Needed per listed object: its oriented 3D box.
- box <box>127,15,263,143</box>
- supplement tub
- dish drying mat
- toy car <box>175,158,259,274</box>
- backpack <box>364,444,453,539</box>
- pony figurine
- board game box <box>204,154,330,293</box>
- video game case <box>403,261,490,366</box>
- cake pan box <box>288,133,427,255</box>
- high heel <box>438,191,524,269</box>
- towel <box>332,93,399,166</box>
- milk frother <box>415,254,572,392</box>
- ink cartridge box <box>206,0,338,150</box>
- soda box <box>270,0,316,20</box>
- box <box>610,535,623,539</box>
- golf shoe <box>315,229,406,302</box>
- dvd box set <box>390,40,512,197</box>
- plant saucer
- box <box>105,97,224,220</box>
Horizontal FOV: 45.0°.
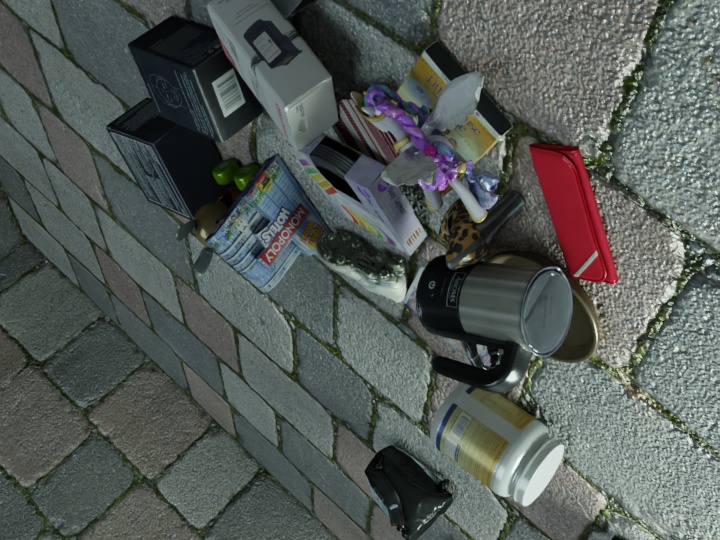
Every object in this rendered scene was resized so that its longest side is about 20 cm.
[{"bbox_3d":[-0.284,-0.332,1.502,0.199,0.107,0.149,27,148,37],"label":"box"},{"bbox_3d":[0.235,0.296,1.501,0.199,0.144,0.145,33,151,30],"label":"supplement tub"},{"bbox_3d":[0.267,-0.068,1.090,0.076,0.018,0.201,16,140,50],"label":"dish drying mat"},{"bbox_3d":[-0.266,-0.091,1.699,0.157,0.200,0.165,17,141,47],"label":"toy car"},{"bbox_3d":[0.098,0.509,2.015,0.200,0.166,0.127,43,160,26],"label":"backpack"},{"bbox_3d":[0.087,-0.147,1.070,0.200,0.167,0.193,44,169,-31],"label":"pony figurine"},{"bbox_3d":[-0.148,-0.069,1.600,0.200,0.201,0.062,41,159,-19],"label":"board game box"},{"bbox_3d":[0.163,0.088,1.475,0.200,0.018,0.144,44,155,11],"label":"video game case"},{"bbox_3d":[-0.003,-0.126,1.339,0.183,0.052,0.200,31,167,34],"label":"cake pan box"},{"bbox_3d":[0.127,-0.040,1.208,0.072,0.142,0.200,51,155,-7],"label":"high heel"},{"bbox_3d":[0.009,-0.196,1.277,0.145,0.023,0.200,58,168,-20],"label":"towel"},{"bbox_3d":[0.207,0.076,1.218,0.187,0.199,0.183,9,95,47],"label":"milk frother"},{"bbox_3d":[-0.122,-0.293,1.247,0.201,0.084,0.145,54,174,14],"label":"ink cartridge box"},{"bbox_3d":[-0.061,-0.398,1.104,0.071,0.063,0.200,52,154,-9],"label":"soda box"},{"bbox_3d":[0.506,0.587,1.550,0.140,0.079,0.201,19,142,41],"label":"box"},{"bbox_3d":[0.000,0.000,1.550,0.199,0.078,0.098,30,153,36],"label":"golf shoe"},{"bbox_3d":[0.105,-0.194,1.159,0.147,0.029,0.200,48,155,1],"label":"dvd box set"},{"bbox_3d":[0.261,0.048,1.250,0.199,0.029,0.201,37,151,23],"label":"plant saucer"},{"bbox_3d":[-0.390,-0.230,1.795,0.197,0.123,0.201,24,147,43],"label":"box"}]
